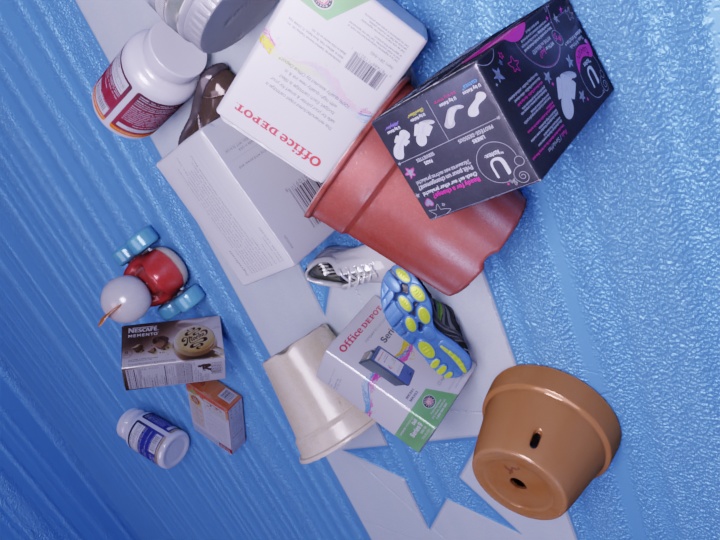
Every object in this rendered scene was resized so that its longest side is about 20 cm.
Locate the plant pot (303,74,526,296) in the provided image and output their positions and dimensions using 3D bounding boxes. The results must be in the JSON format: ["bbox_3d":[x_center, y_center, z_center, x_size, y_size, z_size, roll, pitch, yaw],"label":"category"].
[{"bbox_3d":[0.071,-0.084,0.750,0.195,0.201,0.201,37,141,-4],"label":"plant pot"}]

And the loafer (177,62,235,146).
[{"bbox_3d":[-0.219,-0.211,0.965,0.071,0.073,0.200,40,141,7],"label":"loafer"}]

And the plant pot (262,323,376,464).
[{"bbox_3d":[-0.068,0.202,1.128,0.184,0.200,0.200,58,140,2],"label":"plant pot"}]

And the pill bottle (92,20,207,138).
[{"bbox_3d":[-0.310,-0.281,0.952,0.200,0.113,0.113,-19,111,48],"label":"pill bottle"}]

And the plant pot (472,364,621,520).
[{"bbox_3d":[0.250,0.256,0.921,0.200,0.140,0.200,23,137,24],"label":"plant pot"}]

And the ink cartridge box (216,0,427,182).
[{"bbox_3d":[-0.043,-0.222,0.713,0.145,0.084,0.200,33,117,-14],"label":"ink cartridge box"}]

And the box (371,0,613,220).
[{"bbox_3d":[0.131,-0.155,0.614,0.132,0.200,0.115,-18,110,48],"label":"box"}]

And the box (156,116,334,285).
[{"bbox_3d":[-0.118,-0.122,0.857,0.131,0.199,0.200,-19,110,47],"label":"box"}]

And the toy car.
[{"bbox_3d":[-0.460,0.048,1.299,0.177,0.200,0.184,-23,107,48],"label":"toy car"}]

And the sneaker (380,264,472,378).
[{"bbox_3d":[0.093,0.071,0.933,0.071,0.083,0.200,-31,114,19],"label":"sneaker"}]

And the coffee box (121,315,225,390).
[{"bbox_3d":[-0.383,0.169,1.323,0.080,0.200,0.113,100,160,-45],"label":"coffee box"}]

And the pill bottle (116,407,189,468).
[{"bbox_3d":[-0.606,0.482,1.871,0.200,0.116,0.116,21,135,27],"label":"pill bottle"}]

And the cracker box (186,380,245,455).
[{"bbox_3d":[-0.354,0.352,1.587,0.134,0.058,0.200,28,137,20],"label":"cracker box"}]

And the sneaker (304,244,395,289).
[{"bbox_3d":[0.000,0.000,0.964,0.200,0.071,0.073,-6,120,43],"label":"sneaker"}]

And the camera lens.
[{"bbox_3d":[-0.200,-0.375,0.737,0.200,0.160,0.160,47,141,-3],"label":"camera lens"}]

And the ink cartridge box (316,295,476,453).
[{"bbox_3d":[0.054,0.155,0.995,0.200,0.145,0.088,34,139,13],"label":"ink cartridge box"}]
